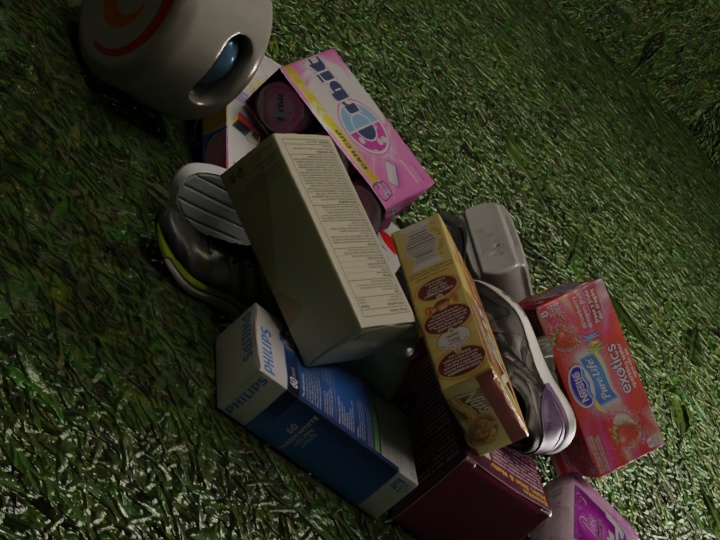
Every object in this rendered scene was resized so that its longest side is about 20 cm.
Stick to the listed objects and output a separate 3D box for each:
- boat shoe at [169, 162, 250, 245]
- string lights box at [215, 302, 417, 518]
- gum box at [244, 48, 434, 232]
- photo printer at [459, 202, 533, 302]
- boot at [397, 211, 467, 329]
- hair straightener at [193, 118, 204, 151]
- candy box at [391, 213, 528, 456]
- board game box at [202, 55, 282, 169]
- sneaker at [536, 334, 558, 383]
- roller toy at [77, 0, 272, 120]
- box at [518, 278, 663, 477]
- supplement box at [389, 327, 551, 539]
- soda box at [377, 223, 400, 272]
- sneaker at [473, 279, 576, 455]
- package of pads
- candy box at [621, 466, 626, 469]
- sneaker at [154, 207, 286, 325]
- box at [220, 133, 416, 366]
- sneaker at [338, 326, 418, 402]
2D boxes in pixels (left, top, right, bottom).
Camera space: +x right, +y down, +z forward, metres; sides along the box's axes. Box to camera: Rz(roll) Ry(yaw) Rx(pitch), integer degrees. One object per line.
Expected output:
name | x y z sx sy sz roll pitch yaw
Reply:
boat shoe | -0.134 -0.060 1.606 0.067 0.074 0.200 46 5 38
string lights box | -0.040 0.128 1.460 0.200 0.059 0.103 38 23 -26
gum box | -0.018 -0.132 1.724 0.200 0.066 0.113 53 34 4
photo printer | 0.173 0.042 1.931 0.167 0.069 0.201 -100 176 -59
boot | 0.069 0.052 1.778 0.200 0.065 0.166 -62 151 -55
hair straightener | -0.111 -0.122 1.776 0.200 0.041 0.077 27 30 -47
candy box | 0.091 0.058 1.499 0.116 0.055 0.201 58 12 -46
board game box | -0.103 -0.143 1.743 0.153 0.040 0.201 28 45 -38
sneaker | 0.159 0.144 1.743 0.076 0.199 0.115 -10 82 -24
roller toy | -0.189 -0.255 1.657 0.139 0.199 0.184 25 66 -46
box | 0.241 0.119 1.771 0.100 0.095 0.201 -12 -80 67
supplement box | 0.090 0.172 1.583 0.131 0.103 0.201 37 23 -32
soda box | 0.000 0.000 1.742 0.064 0.068 0.200 39 21 -1
sneaker | 0.133 0.089 1.571 0.087 0.076 0.201 2 49 -55
package of pads | 0.234 0.308 1.677 0.121 0.076 0.200 45 21 -10
candy box | 0.259 0.131 1.892 0.117 0.056 0.202 -163 -116 -86
sneaker | -0.110 -0.002 1.511 0.200 0.081 0.074 38 22 -26
box | -0.038 -0.020 1.468 0.095 0.078 0.201 -1 63 -54
sneaker | -0.030 0.062 1.585 0.075 0.089 0.200 -4 27 -41
